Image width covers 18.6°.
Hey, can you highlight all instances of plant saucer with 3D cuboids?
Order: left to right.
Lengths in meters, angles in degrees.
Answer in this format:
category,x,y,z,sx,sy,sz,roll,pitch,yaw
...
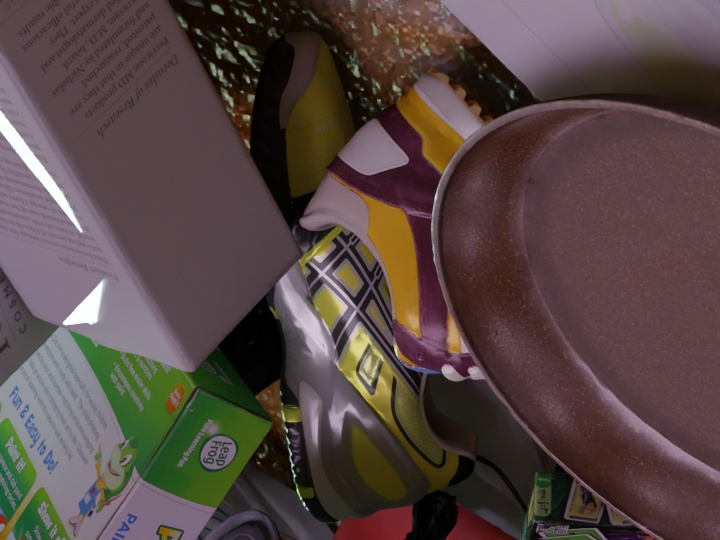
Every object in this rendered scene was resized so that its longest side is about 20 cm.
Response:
category,x,y,z,sx,sy,sz,roll,pitch,yaw
plant saucer,0.112,0.021,0.664,0.200,0.032,0.201,29,148,20

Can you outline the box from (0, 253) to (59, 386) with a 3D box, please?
category,x,y,z,sx,sy,sz,roll,pitch,yaw
box,-0.214,-0.075,0.918,0.199,0.171,0.200,5,129,37

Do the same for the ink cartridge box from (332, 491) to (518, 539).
category,x,y,z,sx,sy,sz,roll,pitch,yaw
ink cartridge box,0.031,0.201,0.982,0.161,0.050,0.200,30,128,6

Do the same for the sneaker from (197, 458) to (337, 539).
category,x,y,z,sx,sy,sz,roll,pitch,yaw
sneaker,-0.094,0.102,1.043,0.200,0.087,0.075,45,150,11

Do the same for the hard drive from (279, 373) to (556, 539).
category,x,y,z,sx,sy,sz,roll,pitch,yaw
hard drive,0.040,0.101,0.990,0.131,0.026,0.201,6,129,36

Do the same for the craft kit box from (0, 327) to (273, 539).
category,x,y,z,sx,sy,sz,roll,pitch,yaw
craft kit box,-0.137,0.092,0.941,0.048,0.198,0.200,25,-168,-31

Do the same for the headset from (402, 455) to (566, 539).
category,x,y,z,sx,sy,sz,roll,pitch,yaw
headset,0.112,0.110,0.884,0.199,0.094,0.124,3,128,24

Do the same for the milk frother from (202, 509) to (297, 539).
category,x,y,z,sx,sy,sz,roll,pitch,yaw
milk frother,-0.013,0.228,0.854,0.188,0.201,0.180,28,149,-20

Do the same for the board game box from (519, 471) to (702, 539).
category,x,y,z,sx,sy,sz,roll,pitch,yaw
board game box,0.158,0.101,0.797,0.199,0.024,0.105,3,161,2

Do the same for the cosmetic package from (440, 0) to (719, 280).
category,x,y,z,sx,sy,sz,roll,pitch,yaw
cosmetic package,0.160,-0.093,0.633,0.199,0.123,0.200,44,143,-4

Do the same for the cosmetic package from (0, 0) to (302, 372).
category,x,y,z,sx,sy,sz,roll,pitch,yaw
cosmetic package,-0.112,-0.065,0.796,0.101,0.071,0.200,16,144,44

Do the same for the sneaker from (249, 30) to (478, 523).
category,x,y,z,sx,sy,sz,roll,pitch,yaw
sneaker,0.000,0.000,0.889,0.076,0.075,0.201,-8,105,6

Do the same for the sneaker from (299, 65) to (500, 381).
category,x,y,z,sx,sy,sz,roll,pitch,yaw
sneaker,0.065,0.022,0.815,0.090,0.075,0.200,-44,73,11

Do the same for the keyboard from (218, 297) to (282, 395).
category,x,y,z,sx,sy,sz,roll,pitch,yaw
keyboard,-0.107,0.062,0.988,0.200,0.040,0.104,-36,67,33
